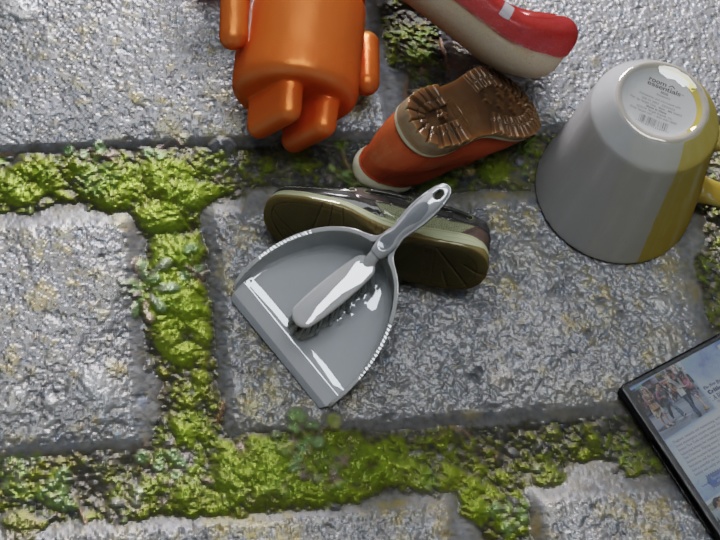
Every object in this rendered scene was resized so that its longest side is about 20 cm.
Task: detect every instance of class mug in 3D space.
[{"bbox_3d":[0.261,-0.113,1.448,0.186,0.153,0.150,-18,66,-17],"label":"mug"}]

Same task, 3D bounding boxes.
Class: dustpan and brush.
[{"bbox_3d":[0.000,0.000,1.365,0.200,0.057,0.140,-40,76,-3],"label":"dustpan and brush"}]

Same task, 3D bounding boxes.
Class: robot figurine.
[{"bbox_3d":[-0.053,-0.209,1.468,0.143,0.117,0.201,4,69,2],"label":"robot figurine"}]

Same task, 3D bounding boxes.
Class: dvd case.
[{"bbox_3d":[0.330,0.154,1.397,0.142,0.018,0.200,-25,70,-19],"label":"dvd case"}]

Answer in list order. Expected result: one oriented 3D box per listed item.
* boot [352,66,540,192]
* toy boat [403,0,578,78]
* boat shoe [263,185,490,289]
[{"bbox_3d":[0.077,-0.123,1.471,0.200,0.107,0.075,-15,71,-46],"label":"boot"},{"bbox_3d":[0.120,-0.269,1.494,0.200,0.131,0.131,36,101,-9],"label":"toy boat"},{"bbox_3d":[0.017,-0.037,1.425,0.200,0.072,0.066,14,40,4],"label":"boat shoe"}]
